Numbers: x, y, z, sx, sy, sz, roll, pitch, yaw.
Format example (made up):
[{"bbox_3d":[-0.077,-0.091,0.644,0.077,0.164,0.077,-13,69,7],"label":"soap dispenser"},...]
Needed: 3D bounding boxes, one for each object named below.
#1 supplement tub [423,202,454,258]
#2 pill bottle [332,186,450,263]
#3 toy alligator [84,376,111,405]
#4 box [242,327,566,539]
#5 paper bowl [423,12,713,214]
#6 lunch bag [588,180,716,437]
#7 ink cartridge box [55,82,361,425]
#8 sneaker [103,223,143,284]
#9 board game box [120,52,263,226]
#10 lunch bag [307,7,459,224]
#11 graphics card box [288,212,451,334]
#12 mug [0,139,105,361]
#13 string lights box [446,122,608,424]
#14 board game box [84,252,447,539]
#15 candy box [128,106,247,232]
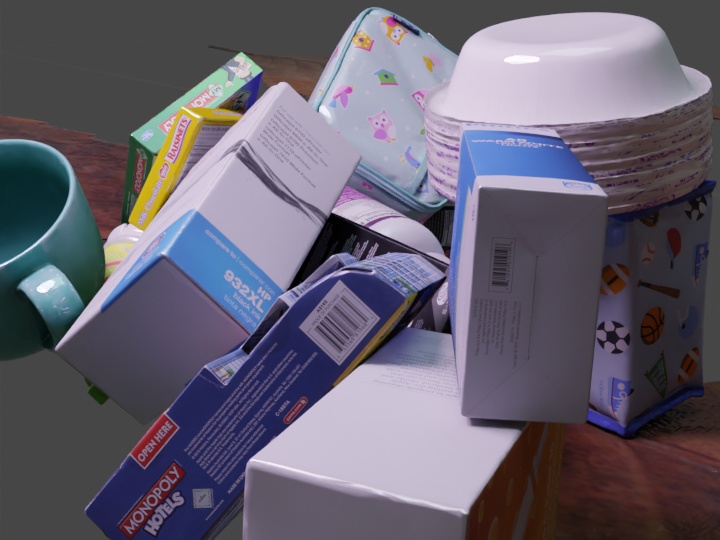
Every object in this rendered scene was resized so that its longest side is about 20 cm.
[{"bbox_3d":[0.082,-0.065,1.237,0.197,0.124,0.123,0,16,-13],"label":"supplement tub"},{"bbox_3d":[0.000,0.000,1.001,0.111,0.114,0.199,-9,26,-36],"label":"pill bottle"},{"bbox_3d":[-0.154,0.037,0.914,0.054,0.059,0.201,-33,17,38],"label":"toy alligator"},{"bbox_3d":[0.029,0.119,0.581,0.096,0.126,0.200,9,17,20],"label":"box"},{"bbox_3d":[0.141,-0.116,0.857,0.198,0.106,0.201,-6,21,2],"label":"paper bowl"},{"bbox_3d":[0.157,0.002,0.925,0.123,0.172,0.199,-15,21,-37],"label":"lunch bag"},{"bbox_3d":[-0.099,-0.014,0.843,0.145,0.084,0.201,-37,17,41],"label":"ink cartridge box"},{"bbox_3d":[-0.133,0.029,0.988,0.198,0.079,0.091,12,40,20],"label":"sneaker"},{"bbox_3d":[-0.152,-0.082,1.076,0.029,0.201,0.135,39,56,12],"label":"board game box"},{"bbox_3d":[0.033,-0.139,1.139,0.159,0.077,0.201,30,54,-8],"label":"lunch bag"},{"bbox_3d":[0.006,0.040,0.844,0.051,0.127,0.199,25,0,-34],"label":"graphics card box"},{"bbox_3d":[-0.268,0.004,0.926,0.150,0.115,0.186,-11,44,1],"label":"mug"},{"bbox_3d":[0.076,-0.009,0.620,0.058,0.104,0.200,4,15,2],"label":"string lights box"},{"bbox_3d":[-0.041,0.063,0.714,0.062,0.200,0.200,41,10,5],"label":"board game box"},{"bbox_3d":[-0.119,-0.085,1.036,0.026,0.103,0.200,28,13,13],"label":"candy box"}]
